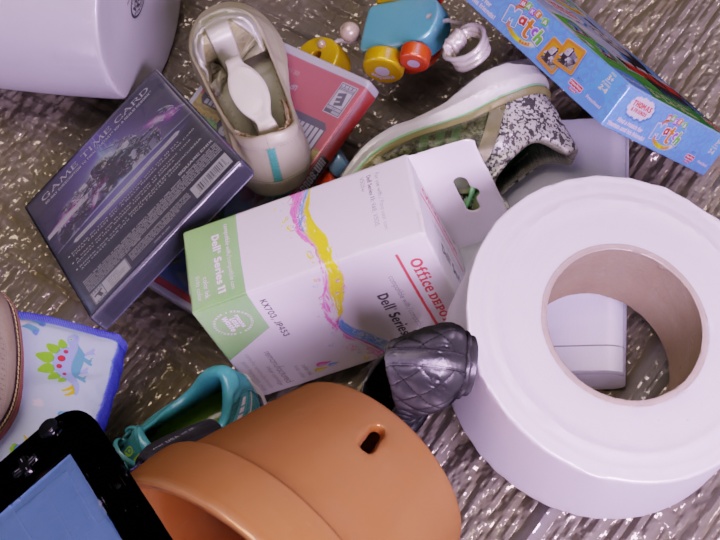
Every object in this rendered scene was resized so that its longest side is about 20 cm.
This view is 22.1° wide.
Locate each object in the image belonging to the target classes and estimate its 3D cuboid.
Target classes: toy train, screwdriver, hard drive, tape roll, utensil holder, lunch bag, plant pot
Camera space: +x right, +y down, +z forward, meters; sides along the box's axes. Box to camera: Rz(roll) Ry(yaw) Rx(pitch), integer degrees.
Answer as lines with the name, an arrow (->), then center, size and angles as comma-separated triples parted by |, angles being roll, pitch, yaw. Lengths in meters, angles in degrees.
toy train -> 0.006, -0.116, 1.315 | 0.199, 0.056, 0.151 | -38, 48, 7
screwdriver -> -0.156, 0.140, 1.092 | 0.029, 0.028, 0.199 | 37, 47, 24
hard drive -> 0.115, -0.013, 1.247 | 0.130, 0.027, 0.202 | -2, 57, 13
tape roll -> 0.153, 0.045, 1.130 | 0.200, 0.071, 0.204 | 4, 64, -9
utensil holder -> -0.254, -0.217, 1.390 | 0.198, 0.171, 0.171 | 9, 60, 15
lunch bag -> -0.254, 0.117, 1.179 | 0.198, 0.128, 0.171 | -10, 42, 18
plant pot -> -0.033, 0.161, 1.083 | 0.199, 0.201, 0.140 | 29, 52, 28

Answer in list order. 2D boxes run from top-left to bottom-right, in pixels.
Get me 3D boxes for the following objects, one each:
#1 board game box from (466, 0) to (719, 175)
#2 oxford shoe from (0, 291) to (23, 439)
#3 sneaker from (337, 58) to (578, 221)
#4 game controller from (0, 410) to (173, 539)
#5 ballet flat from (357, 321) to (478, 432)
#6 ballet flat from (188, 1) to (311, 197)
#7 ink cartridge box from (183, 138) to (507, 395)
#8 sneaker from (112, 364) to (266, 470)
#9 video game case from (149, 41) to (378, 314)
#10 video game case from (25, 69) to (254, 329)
board game box -> 0.145, -0.152, 1.258 | 0.037, 0.151, 0.200 | -53, 56, 15
oxford shoe -> -0.247, 0.075, 1.090 | 0.070, 0.075, 0.201 | 3, 48, 6
sneaker -> 0.061, -0.060, 1.236 | 0.199, 0.077, 0.089 | -35, 64, -5
game controller -> -0.159, 0.149, 0.990 | 0.104, 0.042, 0.200 | -33, 33, -9
ballet flat -> 0.022, 0.064, 1.124 | 0.056, 0.200, 0.067 | 10, 74, -11
ballet flat -> -0.082, -0.137, 1.279 | 0.069, 0.070, 0.201 | -24, 50, -2
ink cartridge box -> 0.000, 0.000, 1.188 | 0.198, 0.117, 0.068 | -19, 53, 11
sneaker -> -0.146, 0.134, 1.183 | 0.200, 0.080, 0.077 | -42, 56, -12
video game case -> -0.092, -0.071, 1.301 | 0.142, 0.017, 0.201 | 28, 80, 41
video game case -> -0.158, -0.055, 1.278 | 0.143, 0.019, 0.200 | -46, 32, 1
